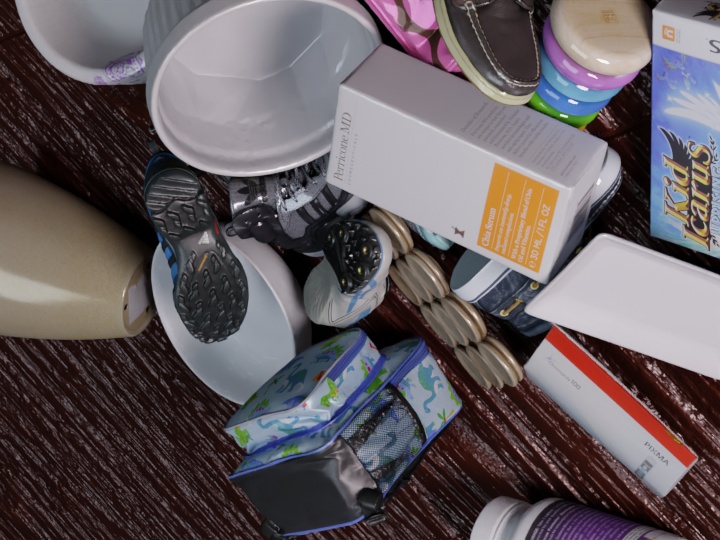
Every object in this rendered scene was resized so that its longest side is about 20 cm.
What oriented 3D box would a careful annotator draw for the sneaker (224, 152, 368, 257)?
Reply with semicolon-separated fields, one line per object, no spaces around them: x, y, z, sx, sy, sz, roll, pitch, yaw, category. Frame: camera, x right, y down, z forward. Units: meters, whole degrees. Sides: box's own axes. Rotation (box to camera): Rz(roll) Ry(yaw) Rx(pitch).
-0.058;-0.077;1.604;0.200;0.113;0.076;122;144;-54;sneaker

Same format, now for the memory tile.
0.068;0.024;1.597;0.200;0.017;0.153;51;170;-1;memory tile

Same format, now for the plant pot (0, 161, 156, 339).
-0.318;0.000;1.913;0.199;0.188;0.188;17;132;18;plant pot

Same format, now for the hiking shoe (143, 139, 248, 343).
-0.156;-0.025;1.708;0.087;0.074;0.201;-112;8;-57;hiking shoe

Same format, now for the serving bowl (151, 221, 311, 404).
-0.120;0.035;1.802;0.199;0.066;0.201;24;131;32;serving bowl

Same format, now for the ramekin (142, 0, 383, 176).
-0.086;-0.183;1.475;0.201;0.199;0.105;105;153;-46;ramekin

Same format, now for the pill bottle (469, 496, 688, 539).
0.201;0.272;1.633;0.199;0.111;0.112;14;129;39;pill bottle

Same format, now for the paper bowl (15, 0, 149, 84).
-0.203;-0.266;1.586;0.200;0.104;0.202;4;97;31;paper bowl

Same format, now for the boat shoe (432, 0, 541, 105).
0.093;-0.220;1.332;0.065;0.073;0.201;-43;59;49;boat shoe

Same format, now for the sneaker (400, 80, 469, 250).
0.084;-0.087;1.490;0.086;0.077;0.200;51;155;13;sneaker

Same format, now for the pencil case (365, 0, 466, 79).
0.036;-0.234;1.410;0.200;0.094;0.091;50;164;4;pencil case

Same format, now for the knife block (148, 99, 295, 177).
-0.109;-0.131;1.666;0.199;0.064;0.176;29;138;26;knife block

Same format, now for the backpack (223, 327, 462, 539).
-0.013;0.140;1.674;0.183;0.200;0.147;-24;101;48;backpack

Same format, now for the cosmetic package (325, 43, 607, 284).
0.079;-0.083;1.377;0.199;0.071;0.102;25;135;17;cosmetic package

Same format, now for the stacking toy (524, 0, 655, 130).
0.153;-0.136;1.386;0.085;0.085;0.200;44;146;9;stacking toy

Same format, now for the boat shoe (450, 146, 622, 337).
0.168;-0.024;1.476;0.091;0.071;0.200;31;133;-18;boat shoe

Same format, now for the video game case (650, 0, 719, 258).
0.298;-0.089;1.299;0.181;0.045;0.201;22;134;34;video game case

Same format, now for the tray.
0.235;0.024;1.381;0.199;0.022;0.107;19;136;-23;tray

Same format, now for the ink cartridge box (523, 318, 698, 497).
0.204;0.117;1.471;0.160;0.047;0.200;43;-179;12;ink cartridge box

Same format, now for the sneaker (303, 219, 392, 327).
0.000;0.000;1.621;0.200;0.072;0.072;130;129;-68;sneaker
